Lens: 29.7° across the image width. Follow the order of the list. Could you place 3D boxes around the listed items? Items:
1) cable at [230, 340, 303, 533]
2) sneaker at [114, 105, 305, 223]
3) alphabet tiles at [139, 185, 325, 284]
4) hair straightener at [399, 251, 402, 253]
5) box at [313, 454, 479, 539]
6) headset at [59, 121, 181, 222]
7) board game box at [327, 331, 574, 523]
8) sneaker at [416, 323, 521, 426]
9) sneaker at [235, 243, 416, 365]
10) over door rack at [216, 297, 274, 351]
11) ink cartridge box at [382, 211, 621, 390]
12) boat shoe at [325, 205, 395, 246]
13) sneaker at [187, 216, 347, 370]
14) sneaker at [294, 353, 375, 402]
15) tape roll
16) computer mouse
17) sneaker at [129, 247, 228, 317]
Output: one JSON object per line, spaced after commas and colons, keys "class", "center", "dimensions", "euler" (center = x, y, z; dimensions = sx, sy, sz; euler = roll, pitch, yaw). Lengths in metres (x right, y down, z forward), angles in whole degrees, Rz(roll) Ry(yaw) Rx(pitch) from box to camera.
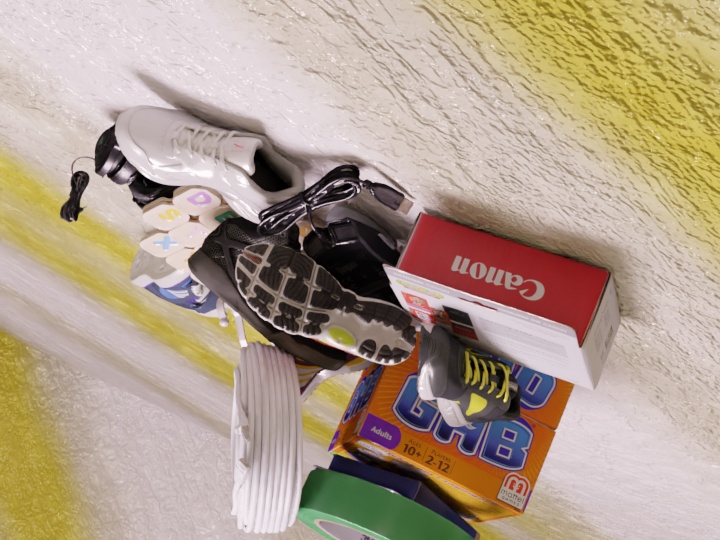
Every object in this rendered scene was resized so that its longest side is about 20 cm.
{"class": "cable", "center": [-0.100, 0.174, 1.429], "dimensions": [0.069, 0.201, 0.201], "euler": [1, 137, -6]}
{"class": "sneaker", "center": [-0.138, -0.116, 1.321], "dimensions": [0.199, 0.078, 0.099], "euler": [21, 160, -19]}
{"class": "alphabet tiles", "center": [-0.142, -0.034, 1.509], "dimensions": [0.195, 0.015, 0.200], "euler": [-23, 139, 34]}
{"class": "hair straightener", "center": [0.117, 0.048, 1.430], "dimensions": [0.199, 0.077, 0.041], "euler": [22, 162, 11]}
{"class": "box", "center": [0.043, 0.260, 1.534], "dimensions": [0.121, 0.033, 0.200], "euler": [12, 159, 36]}
{"class": "headset", "center": [-0.243, -0.099, 1.468], "dimensions": [0.199, 0.095, 0.123], "euler": [-3, 150, 36]}
{"class": "board game box", "center": [0.105, 0.150, 1.547], "dimensions": [0.199, 0.201, 0.200], "euler": [26, 164, -4]}
{"class": "sneaker", "center": [0.110, 0.102, 1.349], "dimensions": [0.084, 0.075, 0.200], "euler": [-1, 160, 18]}
{"class": "sneaker", "center": [-0.041, 0.042, 1.361], "dimensions": [0.199, 0.077, 0.085], "euler": [30, 169, -10]}
{"class": "over door rack", "center": [-0.066, 0.064, 1.620], "dimensions": [0.147, 0.067, 0.200], "euler": [-10, 164, 16]}
{"class": "ink cartridge box", "center": [0.138, 0.023, 1.303], "dimensions": [0.199, 0.084, 0.176], "euler": [18, 164, 21]}
{"class": "boat shoe", "center": [0.000, 0.000, 1.469], "dimensions": [0.073, 0.067, 0.200], "euler": [18, 163, 21]}
{"class": "sneaker", "center": [-0.076, 0.013, 1.429], "dimensions": [0.199, 0.114, 0.076], "euler": [41, -170, 9]}
{"class": "sneaker", "center": [-0.071, 0.093, 1.530], "dimensions": [0.199, 0.075, 0.090], "euler": [-31, 136, 26]}
{"class": "tape roll", "center": [0.027, 0.277, 1.449], "dimensions": [0.199, 0.048, 0.201], "euler": [22, 162, 8]}
{"class": "computer mouse", "center": [0.008, -0.038, 1.348], "dimensions": [0.140, 0.046, 0.200], "euler": [-29, 130, 32]}
{"class": "sneaker", "center": [-0.210, 0.009, 1.810], "dimensions": [0.146, 0.081, 0.200], "euler": [23, 163, -26]}
